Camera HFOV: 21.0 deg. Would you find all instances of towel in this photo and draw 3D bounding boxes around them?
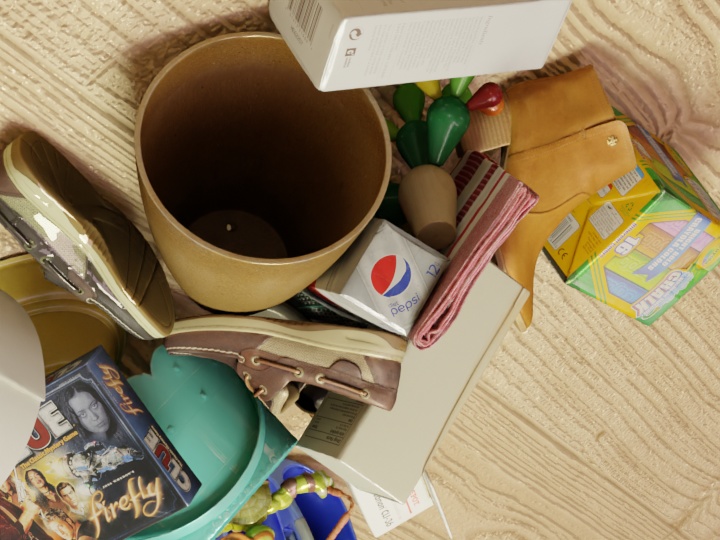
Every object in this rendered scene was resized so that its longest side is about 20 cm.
[{"bbox_3d":[0.070,-0.020,1.507,0.023,0.200,0.145,34,95,-13],"label":"towel"}]

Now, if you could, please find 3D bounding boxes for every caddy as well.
[{"bbox_3d":[-0.069,0.278,1.843,0.140,0.201,0.105,-6,154,-35],"label":"caddy"}]

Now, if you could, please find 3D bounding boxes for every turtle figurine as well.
[{"bbox_3d":[-0.120,0.200,1.728,0.199,0.162,0.065,-26,145,-8],"label":"turtle figurine"}]

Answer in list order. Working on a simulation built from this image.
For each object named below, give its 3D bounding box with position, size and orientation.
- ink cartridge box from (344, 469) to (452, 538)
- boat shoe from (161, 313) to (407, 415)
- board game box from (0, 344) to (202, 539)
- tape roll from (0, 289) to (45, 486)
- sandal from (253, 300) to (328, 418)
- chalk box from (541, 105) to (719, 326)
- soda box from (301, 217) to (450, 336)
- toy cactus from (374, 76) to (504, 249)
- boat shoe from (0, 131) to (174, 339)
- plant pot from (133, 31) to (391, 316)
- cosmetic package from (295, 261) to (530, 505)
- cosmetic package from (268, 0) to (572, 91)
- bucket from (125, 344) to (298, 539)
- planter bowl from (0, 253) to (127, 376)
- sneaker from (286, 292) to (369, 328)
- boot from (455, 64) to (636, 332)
[{"bbox_3d":[0.005,0.153,1.733,0.067,0.201,0.117,-28,145,-4],"label":"ink cartridge box"},{"bbox_3d":[-0.064,0.075,1.506,0.198,0.073,0.072,5,175,13],"label":"boat shoe"},{"bbox_3d":[-0.239,0.159,1.491,0.199,0.035,0.136,-29,103,25],"label":"board game box"},{"bbox_3d":[-0.344,0.074,1.375,0.202,0.203,0.139,-38,144,9],"label":"tape roll"},{"bbox_3d":[-0.027,0.090,1.625,0.199,0.055,0.082,36,114,-9],"label":"sandal"},{"bbox_3d":[0.248,-0.044,1.749,0.124,0.125,0.199,-45,144,18],"label":"chalk box"},{"bbox_3d":[0.000,0.000,1.516,0.063,0.200,0.069,31,86,-15],"label":"soda box"},{"bbox_3d":[0.052,-0.079,1.522,0.102,0.166,0.200,24,127,-29],"label":"toy cactus"},{"bbox_3d":[-0.213,-0.019,1.460,0.064,0.074,0.200,-23,122,22],"label":"boat shoe"},{"bbox_3d":[-0.084,-0.048,1.468,0.185,0.188,0.200,-19,160,-18],"label":"plant pot"},{"bbox_3d":[0.041,0.080,1.564,0.073,0.103,0.201,35,80,-19],"label":"cosmetic package"},{"bbox_3d":[0.044,-0.196,1.432,0.198,0.102,0.074,-7,138,-29],"label":"cosmetic package"},{"bbox_3d":[-0.157,0.162,1.602,0.208,0.135,0.207,-50,177,-3],"label":"bucket"},{"bbox_3d":[-0.261,0.085,1.552,0.199,0.084,0.201,-20,143,-16],"label":"planter bowl"},{"bbox_3d":[0.017,0.021,1.652,0.198,0.078,0.092,8,122,-8],"label":"sneaker"},{"bbox_3d":[0.166,-0.061,1.633,0.143,0.071,0.203,-16,99,-5],"label":"boot"}]
